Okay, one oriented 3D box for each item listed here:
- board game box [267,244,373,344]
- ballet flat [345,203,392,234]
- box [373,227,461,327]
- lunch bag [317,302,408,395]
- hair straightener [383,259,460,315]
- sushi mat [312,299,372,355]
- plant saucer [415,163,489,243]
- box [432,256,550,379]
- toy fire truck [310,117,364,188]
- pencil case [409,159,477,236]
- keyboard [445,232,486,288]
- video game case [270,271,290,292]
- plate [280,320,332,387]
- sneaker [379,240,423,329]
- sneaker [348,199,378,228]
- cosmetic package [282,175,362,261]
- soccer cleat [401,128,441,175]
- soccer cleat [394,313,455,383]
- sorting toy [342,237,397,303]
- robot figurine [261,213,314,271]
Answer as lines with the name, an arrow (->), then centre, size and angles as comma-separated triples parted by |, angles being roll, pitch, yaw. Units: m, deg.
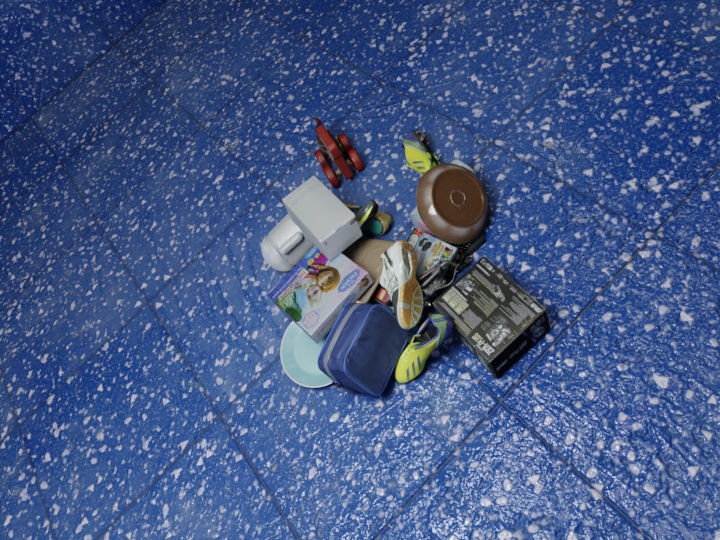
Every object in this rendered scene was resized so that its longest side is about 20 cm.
board game box -> -0.099, 0.044, 1.462 | 0.200, 0.041, 0.198 | -47, 48, -10
ballet flat -> 0.000, -0.141, 1.638 | 0.196, 0.070, 0.063 | 20, 40, 32
box -> 0.135, 0.014, 1.448 | 0.135, 0.040, 0.203 | 29, 86, 36
lunch bag -> -0.002, 0.180, 1.357 | 0.131, 0.136, 0.203 | -2, 52, 55
hair straightener -> 0.148, 0.049, 1.383 | 0.198, 0.041, 0.078 | -35, 56, 9
sushi mat -> -0.065, 0.115, 1.518 | 0.200, 0.012, 0.095 | -44, 50, -7
plant saucer -> 0.228, -0.167, 1.453 | 0.194, 0.037, 0.207 | 4, 74, -14
box -> 0.281, 0.098, 1.316 | 0.163, 0.087, 0.200 | -40, 50, -5
toy fire truck -> -0.083, -0.353, 1.738 | 0.110, 0.169, 0.202 | -31, 50, 1
pencil case -> 0.209, -0.182, 1.533 | 0.082, 0.091, 0.201 | 35, 77, 21
keyboard -> 0.219, -0.035, 1.466 | 0.199, 0.040, 0.104 | -43, 50, -5
video game case -> -0.130, 0.021, 1.570 | 0.200, 0.023, 0.181 | -45, 32, -7
plate -> -0.099, 0.185, 1.464 | 0.194, 0.026, 0.206 | -8, 62, 14
sneaker -> 0.086, 0.039, 1.364 | 0.087, 0.075, 0.206 | -24, 57, 40
sneaker -> -0.032, -0.135, 1.568 | 0.198, 0.082, 0.074 | -31, 6, 42
cosmetic package -> -0.096, -0.132, 1.505 | 0.112, 0.082, 0.200 | -35, 53, -9
soccer cleat -> 0.166, -0.295, 1.652 | 0.083, 0.064, 0.204 | -41, 49, 28
soccer cleat -> 0.122, 0.167, 1.309 | 0.202, 0.082, 0.065 | -54, 52, 29
sorting toy -> 0.000, 0.000, 1.524 | 0.182, 0.037, 0.202 | 10, 57, 48
robot figurine -> -0.188, -0.080, 1.636 | 0.200, 0.113, 0.170 | -45, 8, 0
